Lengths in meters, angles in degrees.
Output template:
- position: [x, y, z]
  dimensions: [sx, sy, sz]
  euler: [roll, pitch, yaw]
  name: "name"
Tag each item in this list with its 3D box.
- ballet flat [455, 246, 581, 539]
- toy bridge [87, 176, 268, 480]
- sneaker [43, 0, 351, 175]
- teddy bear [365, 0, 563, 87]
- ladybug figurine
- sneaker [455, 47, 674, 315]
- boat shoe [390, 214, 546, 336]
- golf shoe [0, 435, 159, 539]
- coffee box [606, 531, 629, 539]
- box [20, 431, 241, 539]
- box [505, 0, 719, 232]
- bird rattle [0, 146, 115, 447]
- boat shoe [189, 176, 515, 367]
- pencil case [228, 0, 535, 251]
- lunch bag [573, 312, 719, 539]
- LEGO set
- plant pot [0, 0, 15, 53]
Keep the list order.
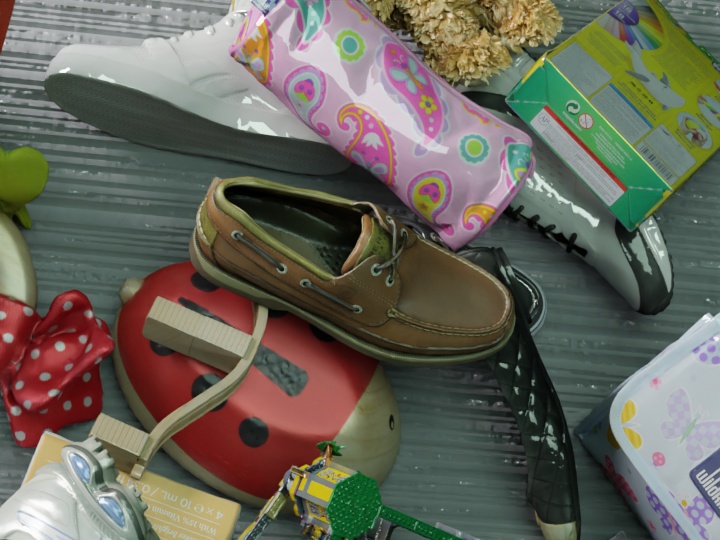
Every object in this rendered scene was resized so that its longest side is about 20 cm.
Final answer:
- position: [0.093, 0.081, 1.514]
  dimensions: [0.057, 0.066, 0.201]
  euler: [-19, 98, 1]
  name: "ballet flat"
- position: [-0.093, 0.039, 1.432]
  dimensions: [0.067, 0.027, 0.201]
  euler: [23, 57, 0]
  name: "toy bridge"
- position: [-0.096, -0.137, 1.551]
  dimensions: [0.199, 0.074, 0.116]
  euler: [13, 68, -17]
  name: "sneaker"
- position: [0.039, -0.197, 1.568]
  dimensions: [0.144, 0.067, 0.201]
  euler: [-21, 63, -17]
  name: "teddy bear"
- position: [-0.062, 0.065, 1.492]
  dimensions: [0.199, 0.072, 0.136]
  euler: [32, 70, -1]
  name: "ladybug figurine"
- position: [0.123, -0.046, 1.571]
  dimensions: [0.080, 0.074, 0.200]
  euler: [-34, 75, -15]
  name: "sneaker"
- position: [0.027, -0.004, 1.534]
  dimensions: [0.199, 0.066, 0.070]
  euler: [21, 71, -6]
  name: "boat shoe"
- position: [-0.127, 0.188, 1.320]
  dimensions: [0.097, 0.078, 0.200]
  euler: [-35, 59, -16]
  name: "golf shoe"
- position: [0.164, 0.273, 1.493]
  dimensions: [0.123, 0.044, 0.201]
  euler: [-29, 82, -19]
  name: "coffee box"
- position: [-0.160, 0.214, 1.408]
  dimensions: [0.124, 0.098, 0.201]
  euler: [20, 71, 0]
  name: "box"
- position: [0.180, -0.110, 1.570]
  dimensions: [0.117, 0.048, 0.200]
  euler: [47, 35, 4]
  name: "box"
- position: [-0.240, 0.015, 1.477]
  dimensions: [0.162, 0.113, 0.201]
  euler: [-17, 91, -4]
  name: "bird rattle"
- position: [0.000, 0.000, 1.424]
  dimensions: [0.199, 0.068, 0.072]
  euler: [14, 58, -8]
  name: "boat shoe"
- position: [0.014, -0.103, 1.495]
  dimensions: [0.200, 0.087, 0.088]
  euler: [41, 70, -5]
  name: "pencil case"
- position: [0.230, 0.116, 1.472]
  dimensions: [0.127, 0.200, 0.170]
  euler: [-32, 83, -19]
  name: "lunch bag"
- position: [-0.028, 0.196, 1.418]
  dimensions: [0.153, 0.116, 0.201]
  euler: [15, 90, -36]
  name: "LEGO set"
- position: [-0.343, -0.110, 1.383]
  dimensions: [0.199, 0.176, 0.201]
  euler: [2, 69, 30]
  name: "plant pot"
